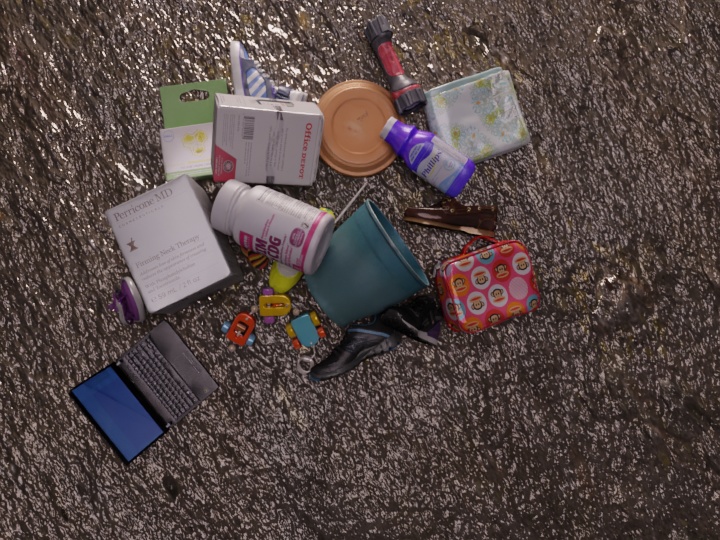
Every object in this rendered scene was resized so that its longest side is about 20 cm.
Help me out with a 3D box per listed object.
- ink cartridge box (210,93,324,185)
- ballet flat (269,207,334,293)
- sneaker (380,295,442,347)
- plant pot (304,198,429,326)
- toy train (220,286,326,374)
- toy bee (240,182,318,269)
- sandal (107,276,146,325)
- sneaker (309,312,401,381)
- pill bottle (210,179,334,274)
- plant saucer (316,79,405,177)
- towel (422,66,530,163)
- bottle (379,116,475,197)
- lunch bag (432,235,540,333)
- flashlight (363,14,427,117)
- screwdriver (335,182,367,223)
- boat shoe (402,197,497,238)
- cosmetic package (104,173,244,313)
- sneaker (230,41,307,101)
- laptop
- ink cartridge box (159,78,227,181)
[{"bbox_3d":[-0.180,-0.247,1.109,0.197,0.085,0.148,1,123,-20],"label":"ink cartridge box"},{"bbox_3d":[-0.122,-0.044,1.165,0.066,0.067,0.201,36,86,7],"label":"ballet flat"},{"bbox_3d":[0.103,0.082,1.125,0.075,0.200,0.089,15,80,30],"label":"sneaker"},{"bbox_3d":[0.000,0.000,1.118,0.187,0.200,0.201,-36,90,10],"label":"plant pot"},{"bbox_3d":[-0.168,0.116,1.165,0.198,0.056,0.152,25,99,-6],"label":"toy train"},{"bbox_3d":[-0.185,-0.110,1.145,0.130,0.108,0.203,10,74,41],"label":"toy bee"},{"bbox_3d":[-0.438,0.068,1.076,0.049,0.202,0.083,-28,90,-30],"label":"sandal"},{"bbox_3d":[-0.019,0.154,1.166,0.198,0.073,0.083,-26,86,-15],"label":"sneaker"},{"bbox_3d":[-0.155,-0.081,1.032,0.197,0.113,0.115,23,86,7],"label":"pill bottle"},{"bbox_3d":[-0.004,-0.295,1.205,0.197,0.032,0.204,0,87,-4],"label":"plant saucer"},{"bbox_3d":[0.240,-0.315,1.213,0.197,0.048,0.174,-19,88,-4],"label":"towel"},{"bbox_3d":[0.131,-0.232,1.164,0.199,0.065,0.084,35,117,0],"label":"bottle"},{"bbox_3d":[0.250,0.020,1.168,0.197,0.082,0.179,-15,89,-15],"label":"lunch bag"},{"bbox_3d":[0.069,-0.419,1.187,0.067,0.068,0.203,-24,87,23],"label":"flashlight"},{"bbox_3d":[-0.049,-0.098,1.140,0.028,0.029,0.201,36,87,15],"label":"screwdriver"},{"bbox_3d":[0.185,-0.114,1.189,0.197,0.070,0.072,7,93,-12],"label":"boat shoe"},{"bbox_3d":[-0.343,-0.043,1.103,0.165,0.166,0.202,-26,88,-4],"label":"cosmetic package"},{"bbox_3d":[-0.182,-0.368,1.179,0.144,0.081,0.204,-9,84,-12],"label":"sneaker"},{"bbox_3d":[-0.410,0.227,1.116,0.199,0.103,0.178,-40,91,-5],"label":"laptop"},{"bbox_3d":[-0.330,-0.287,1.177,0.143,0.048,0.204,-8,90,-3],"label":"ink cartridge box"}]
